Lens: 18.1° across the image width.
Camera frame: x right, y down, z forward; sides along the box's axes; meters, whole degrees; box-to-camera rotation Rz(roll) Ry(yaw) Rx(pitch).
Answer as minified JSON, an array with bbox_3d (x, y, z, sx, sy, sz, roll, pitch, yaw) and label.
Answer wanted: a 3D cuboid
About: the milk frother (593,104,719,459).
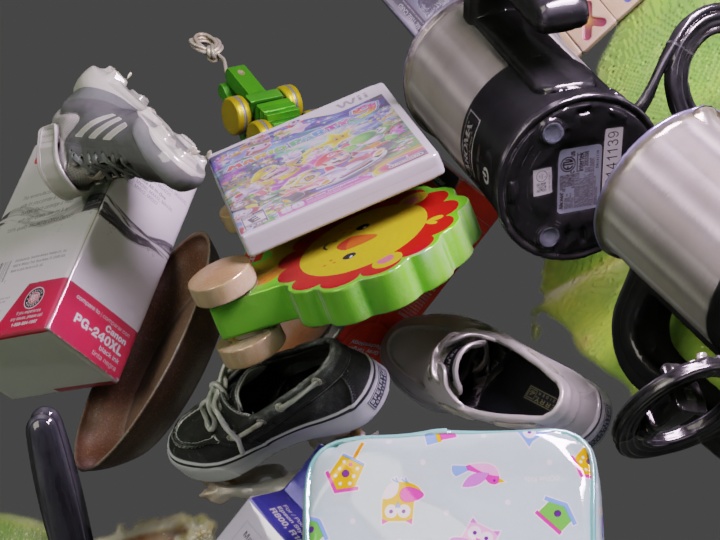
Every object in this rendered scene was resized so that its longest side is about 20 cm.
[{"bbox_3d":[0.203,0.014,1.372,0.181,0.199,0.188,-55,51,14],"label":"milk frother"}]

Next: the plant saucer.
[{"bbox_3d":[-0.151,0.067,1.704,0.201,0.036,0.201,-53,19,27],"label":"plant saucer"}]

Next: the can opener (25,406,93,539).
[{"bbox_3d":[-0.209,0.197,1.662,0.078,0.063,0.202,-17,92,-9],"label":"can opener"}]

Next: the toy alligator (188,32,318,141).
[{"bbox_3d":[-0.082,-0.120,1.781,0.200,0.059,0.055,45,138,43],"label":"toy alligator"}]

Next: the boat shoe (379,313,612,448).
[{"bbox_3d":[0.079,0.071,1.540,0.199,0.066,0.072,27,86,43],"label":"boat shoe"}]

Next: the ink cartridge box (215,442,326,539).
[{"bbox_3d":[-0.033,0.251,1.508,0.200,0.041,0.200,44,102,26],"label":"ink cartridge box"}]

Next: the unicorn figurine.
[{"bbox_3d":[-0.057,0.177,1.599,0.136,0.074,0.202,9,86,30],"label":"unicorn figurine"}]

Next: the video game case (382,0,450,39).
[{"bbox_3d":[0.108,-0.251,1.718,0.200,0.019,0.143,-46,47,10],"label":"video game case"}]

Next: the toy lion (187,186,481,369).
[{"bbox_3d":[-0.010,-0.014,1.530,0.190,0.069,0.200,-18,21,14],"label":"toy lion"}]

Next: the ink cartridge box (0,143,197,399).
[{"bbox_3d":[-0.224,-0.010,1.777,0.145,0.083,0.201,-11,49,46],"label":"ink cartridge box"}]

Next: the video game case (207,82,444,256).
[{"bbox_3d":[-0.029,-0.074,1.575,0.142,0.018,0.200,-24,21,-2],"label":"video game case"}]

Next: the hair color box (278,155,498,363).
[{"bbox_3d":[0.000,0.000,1.644,0.200,0.061,0.101,-53,47,5],"label":"hair color box"}]

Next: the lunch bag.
[{"bbox_3d":[0.057,0.186,1.446,0.198,0.077,0.162,-4,66,8],"label":"lunch bag"}]

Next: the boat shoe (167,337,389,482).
[{"bbox_3d":[-0.073,0.092,1.559,0.199,0.068,0.074,-16,49,42],"label":"boat shoe"}]

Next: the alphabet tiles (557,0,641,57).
[{"bbox_3d":[0.166,-0.261,1.657,0.200,0.008,0.168,-42,61,13],"label":"alphabet tiles"}]

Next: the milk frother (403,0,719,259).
[{"bbox_3d":[0.159,-0.124,1.538,0.188,0.199,0.182,-124,45,-55],"label":"milk frother"}]

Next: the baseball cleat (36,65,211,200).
[{"bbox_3d":[-0.180,-0.082,1.683,0.107,0.070,0.200,-49,32,3],"label":"baseball cleat"}]
